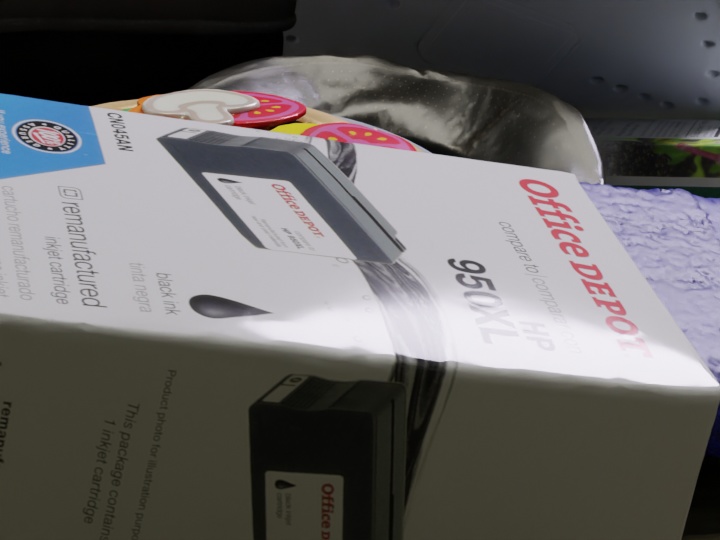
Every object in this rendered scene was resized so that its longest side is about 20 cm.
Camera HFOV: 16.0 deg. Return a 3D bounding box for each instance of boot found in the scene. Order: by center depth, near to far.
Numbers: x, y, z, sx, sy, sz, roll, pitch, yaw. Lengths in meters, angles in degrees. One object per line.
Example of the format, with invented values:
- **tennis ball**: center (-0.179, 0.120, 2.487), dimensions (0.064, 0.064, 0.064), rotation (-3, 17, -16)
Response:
- **boot**: center (-0.121, -0.045, 1.022), dimensions (0.210, 0.158, 0.079), rotation (0, 20, -17)

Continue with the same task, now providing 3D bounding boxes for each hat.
- **hat**: center (0.000, 0.000, 0.954), dimensions (0.200, 0.081, 0.201), rotation (-2, 36, 1)

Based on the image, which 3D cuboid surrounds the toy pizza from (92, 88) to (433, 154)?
- **toy pizza**: center (-0.060, -0.026, 0.868), dimensions (0.199, 0.032, 0.200), rotation (-1, 26, 0)

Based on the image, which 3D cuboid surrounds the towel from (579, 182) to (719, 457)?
- **towel**: center (0.145, 0.025, 0.845), dimensions (0.199, 0.050, 0.148), rotation (5, 29, -13)

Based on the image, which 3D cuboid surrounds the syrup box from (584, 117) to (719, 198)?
- **syrup box**: center (0.163, -0.020, 1.079), dimensions (0.199, 0.079, 0.081), rotation (1, 12, 12)

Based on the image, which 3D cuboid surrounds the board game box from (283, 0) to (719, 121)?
- **board game box**: center (0.059, -0.106, 1.093), dimensions (0.199, 0.026, 0.200), rotation (-5, -34, 21)

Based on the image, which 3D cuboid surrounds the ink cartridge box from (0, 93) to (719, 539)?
- **ink cartridge box**: center (-0.022, 0.025, 0.695), dimensions (0.199, 0.084, 0.145), rotation (7, 25, -16)
